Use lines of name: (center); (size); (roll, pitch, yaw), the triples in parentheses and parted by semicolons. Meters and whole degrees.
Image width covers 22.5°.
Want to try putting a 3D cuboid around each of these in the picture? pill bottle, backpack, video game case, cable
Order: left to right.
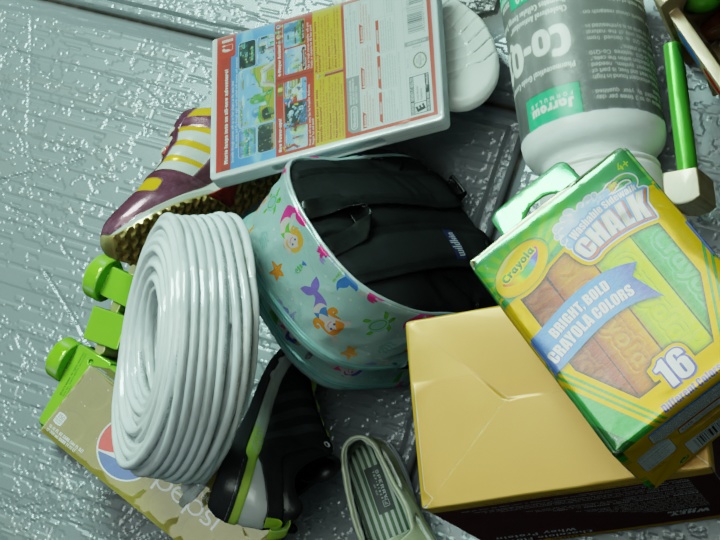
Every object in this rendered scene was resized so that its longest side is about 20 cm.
cable: (-0.130, 0.055, 1.323); (0.069, 0.200, 0.200); (7, 64, -19)
video game case: (-0.027, -0.151, 1.448); (0.200, 0.017, 0.143); (-13, 57, 18)
backpack: (0.000, 0.000, 1.378); (0.151, 0.200, 0.178); (-45, 65, 24)
pill bottle: (0.175, -0.136, 1.400); (0.113, 0.113, 0.200); (-13, 70, 16)

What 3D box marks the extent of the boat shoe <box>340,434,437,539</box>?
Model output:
boat shoe: (0.027, 0.218, 1.378); (0.072, 0.062, 0.200); (-28, 67, 10)

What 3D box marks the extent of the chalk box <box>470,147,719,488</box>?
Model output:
chalk box: (0.159, 0.015, 1.136); (0.124, 0.124, 0.200); (-39, 66, 4)

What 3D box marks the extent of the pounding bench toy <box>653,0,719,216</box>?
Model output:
pounding bench toy: (0.282, -0.155, 1.362); (0.200, 0.124, 0.156); (-34, 66, 8)

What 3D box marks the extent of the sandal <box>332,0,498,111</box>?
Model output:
sandal: (0.050, -0.193, 1.494); (0.082, 0.050, 0.203); (-33, 53, -8)

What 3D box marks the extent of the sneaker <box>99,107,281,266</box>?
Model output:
sneaker: (-0.142, -0.080, 1.500); (0.200, 0.075, 0.090); (-31, 61, -23)

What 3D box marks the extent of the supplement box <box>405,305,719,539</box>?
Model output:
supplement box: (0.157, 0.108, 1.287); (0.197, 0.200, 0.133); (-11, 71, 16)

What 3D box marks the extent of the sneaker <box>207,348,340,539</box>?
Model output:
sneaker: (-0.053, 0.136, 1.396); (0.083, 0.072, 0.200); (21, 40, 3)

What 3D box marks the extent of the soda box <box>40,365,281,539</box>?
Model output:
soda box: (-0.150, 0.161, 1.429); (0.200, 0.064, 0.068); (37, 89, 8)

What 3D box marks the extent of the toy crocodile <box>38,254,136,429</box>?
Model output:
toy crocodile: (-0.207, 0.055, 1.515); (0.067, 0.062, 0.200); (24, 88, 23)
